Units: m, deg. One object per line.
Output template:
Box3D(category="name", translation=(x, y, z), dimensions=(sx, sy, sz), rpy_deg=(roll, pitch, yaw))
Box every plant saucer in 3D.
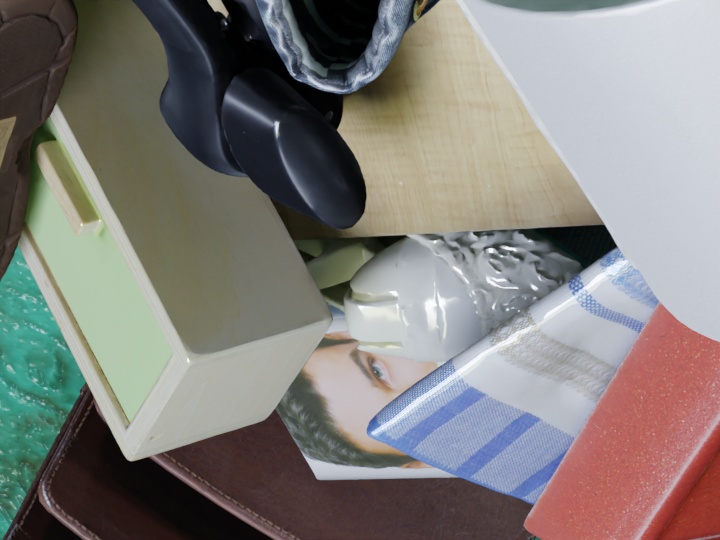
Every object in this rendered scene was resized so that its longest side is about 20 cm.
Box3D(category="plant saucer", translation=(0.180, 0.043, 1.042), dimensions=(0.199, 0.037, 0.200), rpy_deg=(-7, 149, -23))

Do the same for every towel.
Box3D(category="towel", translation=(0.117, 0.024, 1.030), dimensions=(0.200, 0.024, 0.147), rpy_deg=(-34, 148, 21))

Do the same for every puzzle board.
Box3D(category="puzzle board", translation=(0.016, -0.101, 1.002), dimensions=(0.150, 0.017, 0.201), rpy_deg=(-2, 122, 22))

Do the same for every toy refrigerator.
Box3D(category="toy refrigerator", translation=(-0.094, -0.038, 1.075), dimensions=(0.201, 0.070, 0.076), rpy_deg=(62, 146, 20))

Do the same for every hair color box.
Box3D(category="hair color box", translation=(0.057, 0.029, 1.165), dimensions=(0.199, 0.061, 0.099), rpy_deg=(-3, 133, 31))

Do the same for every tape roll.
Box3D(category="tape roll", translation=(0.141, -0.093, 0.876), dimensions=(0.202, 0.203, 0.139), rpy_deg=(-12, 129, 36))

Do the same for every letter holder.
Box3D(category="letter holder", translation=(-0.043, 0.123, 1.256), dimensions=(0.199, 0.142, 0.101), rpy_deg=(31, 141, -6))

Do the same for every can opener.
Box3D(category="can opener", translation=(-0.048, -0.092, 0.947), dimensions=(0.078, 0.064, 0.200), rpy_deg=(21, 155, 35))

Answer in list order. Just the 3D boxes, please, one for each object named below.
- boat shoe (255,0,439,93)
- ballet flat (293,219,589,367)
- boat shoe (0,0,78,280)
Box3D(category="boat shoe", translation=(0.003, -0.156, 0.899), dimensions=(0.070, 0.091, 0.201), rpy_deg=(6, 125, 16))
Box3D(category="ballet flat", translation=(0.000, 0.000, 1.096), dimensions=(0.199, 0.072, 0.072), rpy_deg=(25, 146, 35))
Box3D(category="boat shoe", translation=(-0.159, -0.045, 1.044), dimensions=(0.075, 0.074, 0.203), rpy_deg=(51, 129, 28))
